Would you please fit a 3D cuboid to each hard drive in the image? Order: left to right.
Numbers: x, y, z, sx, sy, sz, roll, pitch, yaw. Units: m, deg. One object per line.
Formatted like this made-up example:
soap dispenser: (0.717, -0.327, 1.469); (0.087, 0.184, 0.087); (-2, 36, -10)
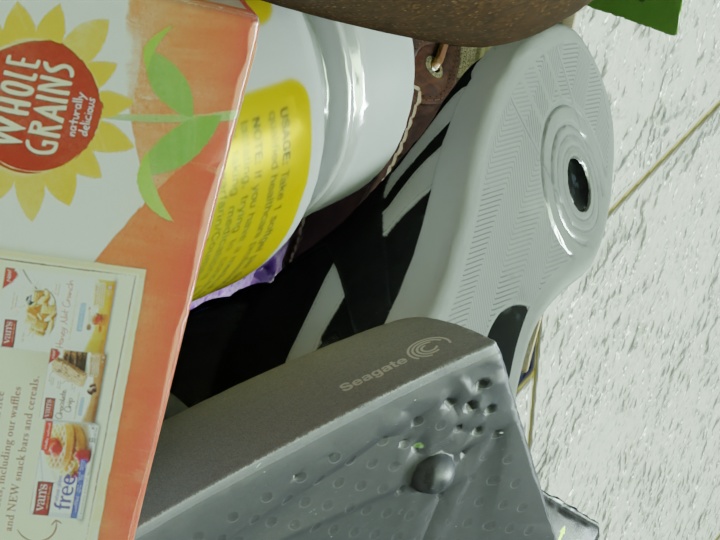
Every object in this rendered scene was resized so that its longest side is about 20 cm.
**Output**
hard drive: (-0.045, 0.099, 0.720); (0.199, 0.042, 0.135); (-30, 134, -11)

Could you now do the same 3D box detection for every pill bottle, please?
pill bottle: (-0.081, -0.037, 0.754); (0.200, 0.114, 0.115); (-24, 130, -47)

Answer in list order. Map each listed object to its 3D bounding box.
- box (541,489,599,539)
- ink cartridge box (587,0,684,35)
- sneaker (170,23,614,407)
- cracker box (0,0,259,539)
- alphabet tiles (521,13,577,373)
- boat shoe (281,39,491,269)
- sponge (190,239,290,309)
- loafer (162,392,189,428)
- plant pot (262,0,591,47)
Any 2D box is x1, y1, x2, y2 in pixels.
box: (-0.023, 0.150, 0.830); (0.036, 0.143, 0.201); (31, 74, -34)
ink cartridge box: (0.036, -0.170, 0.874); (0.076, 0.147, 0.201); (-38, 141, -50)
sneaker: (0.000, 0.000, 0.855); (0.073, 0.111, 0.200); (61, 35, -29)
cracker box: (-0.134, -0.016, 0.607); (0.058, 0.199, 0.135); (-128, -128, -68)
alphabet tiles: (0.055, -0.040, 1.052); (0.200, 0.007, 0.168); (-111, -146, -73)
boat shoe: (0.007, -0.068, 0.976); (0.072, 0.072, 0.201); (41, 52, -20)
sponge: (-0.067, -0.006, 0.934); (0.112, 0.030, 0.200); (-68, 156, -4)
loafer: (-0.089, 0.065, 0.793); (0.075, 0.070, 0.200); (-33, 167, -21)
plant pot: (-0.013, -0.139, 0.690); (0.200, 0.186, 0.188); (36, 76, -46)
